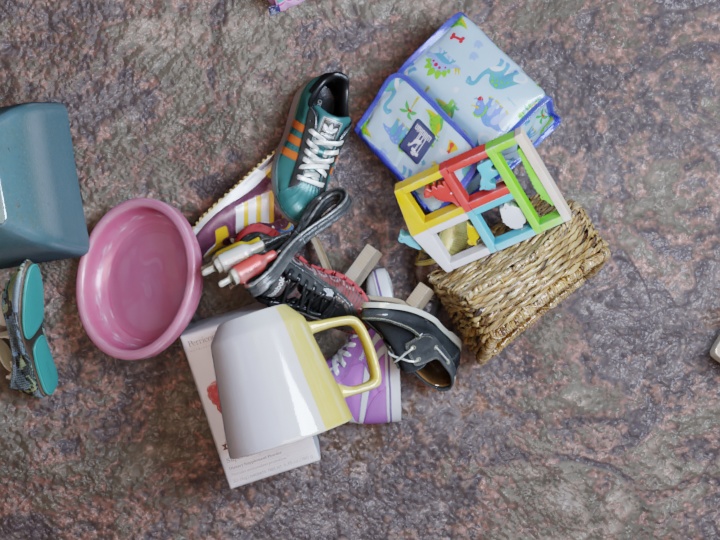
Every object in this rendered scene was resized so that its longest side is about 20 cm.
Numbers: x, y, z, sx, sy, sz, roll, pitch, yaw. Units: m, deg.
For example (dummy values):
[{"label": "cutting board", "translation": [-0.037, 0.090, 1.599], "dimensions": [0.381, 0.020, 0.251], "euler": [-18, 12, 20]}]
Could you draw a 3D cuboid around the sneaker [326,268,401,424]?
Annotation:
[{"label": "sneaker", "translation": [-0.007, 0.098, 1.724], "dimensions": [0.114, 0.073, 0.201], "euler": [-1, 95, 0]}]

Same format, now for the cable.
[{"label": "cable", "translation": [-0.090, -0.037, 1.571], "dimensions": [0.200, 0.097, 0.050], "euler": [-37, 120, -10]}]

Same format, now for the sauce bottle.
[{"label": "sauce bottle", "translation": [0.105, -0.022, 1.721], "dimensions": [0.065, 0.065, 0.200], "euler": [16, 92, -4]}]

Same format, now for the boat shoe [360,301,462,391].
[{"label": "boat shoe", "translation": [0.064, 0.090, 1.650], "dimensions": [0.072, 0.200, 0.068], "euler": [-1, 66, 33]}]

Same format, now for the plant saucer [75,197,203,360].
[{"label": "plant saucer", "translation": [-0.265, 0.012, 1.673], "dimensions": [0.200, 0.051, 0.201], "euler": [-7, 78, 35]}]

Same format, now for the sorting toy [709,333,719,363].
[{"label": "sorting toy", "translation": [0.584, 0.079, 1.723], "dimensions": [0.200, 0.070, 0.199], "euler": [35, 78, -3]}]

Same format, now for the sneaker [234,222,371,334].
[{"label": "sneaker", "translation": [-0.074, 0.022, 1.639], "dimensions": [0.200, 0.098, 0.071], "euler": [34, 112, 0]}]

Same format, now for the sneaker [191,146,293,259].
[{"label": "sneaker", "translation": [-0.134, -0.064, 1.702], "dimensions": [0.200, 0.075, 0.090], "euler": [-44, 90, 2]}]

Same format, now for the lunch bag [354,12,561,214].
[{"label": "lunch bag", "translation": [0.114, -0.184, 1.660], "dimensions": [0.200, 0.127, 0.170], "euler": [-44, 70, 5]}]

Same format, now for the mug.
[{"label": "mug", "translation": [-0.091, 0.120, 1.585], "dimensions": [0.149, 0.186, 0.153], "euler": [-21, 86, 42]}]

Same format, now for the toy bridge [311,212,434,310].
[{"label": "toy bridge", "translation": [0.000, 0.000, 1.691], "dimensions": [0.200, 0.027, 0.067], "euler": [37, 91, 23]}]

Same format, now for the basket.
[{"label": "basket", "translation": [0.213, 0.022, 1.664], "dimensions": [0.200, 0.143, 0.149], "euler": [-36, 112, -12]}]

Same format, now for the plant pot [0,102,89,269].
[{"label": "plant pot", "translation": [-0.455, -0.097, 1.608], "dimensions": [0.196, 0.200, 0.196], "euler": [-9, 91, 3]}]

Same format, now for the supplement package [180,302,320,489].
[{"label": "supplement package", "translation": [-0.137, 0.150, 1.697], "dimensions": [0.121, 0.120, 0.200], "euler": [-18, 95, -1]}]

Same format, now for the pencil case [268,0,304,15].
[{"label": "pencil case", "translation": [-0.041, -0.397, 1.674], "dimensions": [0.200, 0.087, 0.088], "euler": [-28, 96, -1]}]

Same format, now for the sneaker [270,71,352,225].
[{"label": "sneaker", "translation": [-0.056, -0.155, 1.655], "dimensions": [0.071, 0.080, 0.200], "euler": [18, 66, -25]}]

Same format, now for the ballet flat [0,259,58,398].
[{"label": "ballet flat", "translation": [-0.424, 0.074, 1.676], "dimensions": [0.074, 0.074, 0.200], "euler": [-2, 121, -3]}]

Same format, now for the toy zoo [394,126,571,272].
[{"label": "toy zoo", "translation": [0.131, -0.075, 1.603], "dimensions": [0.200, 0.020, 0.131], "euler": [-23, 118, 21]}]
